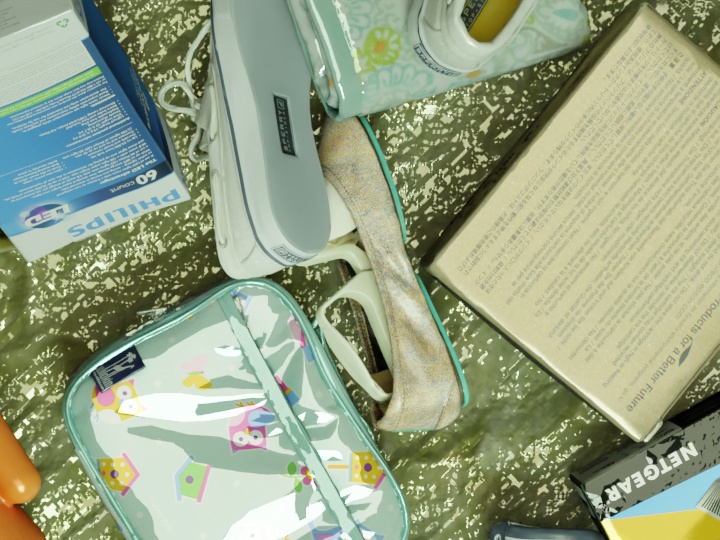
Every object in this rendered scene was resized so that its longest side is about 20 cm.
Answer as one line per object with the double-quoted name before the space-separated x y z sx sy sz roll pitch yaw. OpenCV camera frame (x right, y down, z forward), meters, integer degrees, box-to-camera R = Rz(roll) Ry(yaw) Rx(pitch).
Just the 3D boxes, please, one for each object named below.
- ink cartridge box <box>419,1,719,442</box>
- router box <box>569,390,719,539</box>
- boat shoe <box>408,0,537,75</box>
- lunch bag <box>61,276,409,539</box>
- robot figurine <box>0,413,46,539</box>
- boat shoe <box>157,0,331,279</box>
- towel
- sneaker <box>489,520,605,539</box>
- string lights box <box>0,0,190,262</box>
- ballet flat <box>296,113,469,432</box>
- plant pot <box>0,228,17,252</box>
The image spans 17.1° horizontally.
"ink cartridge box" 0.159 -0.028 1.398 0.165 0.075 0.200 40 88 -5
"router box" 0.247 0.139 1.419 0.200 0.051 0.149 -29 95 -2
"boat shoe" 0.096 -0.204 1.326 0.075 0.086 0.202 34 76 -15
"lunch bag" -0.070 0.105 1.386 0.160 0.077 0.200 -30 93 -2
"robot figurine" -0.258 0.145 1.359 0.200 0.117 0.144 47 128 -4
"boat shoe" -0.072 -0.088 1.382 0.086 0.075 0.202 -24 67 35
"towel" 0.031 -0.202 1.380 0.171 0.048 0.200 -18 93 -17
"sneaker" 0.069 0.217 1.404 0.200 0.070 0.109 -24 56 23
"string lights box" -0.171 -0.087 1.271 0.103 0.200 0.059 -21 61 3
"ballet flat" 0.000 0.000 1.377 0.067 0.068 0.200 -18 79 -19
"plant pot" -0.321 -0.075 1.315 0.200 0.196 0.195 -16 93 6
